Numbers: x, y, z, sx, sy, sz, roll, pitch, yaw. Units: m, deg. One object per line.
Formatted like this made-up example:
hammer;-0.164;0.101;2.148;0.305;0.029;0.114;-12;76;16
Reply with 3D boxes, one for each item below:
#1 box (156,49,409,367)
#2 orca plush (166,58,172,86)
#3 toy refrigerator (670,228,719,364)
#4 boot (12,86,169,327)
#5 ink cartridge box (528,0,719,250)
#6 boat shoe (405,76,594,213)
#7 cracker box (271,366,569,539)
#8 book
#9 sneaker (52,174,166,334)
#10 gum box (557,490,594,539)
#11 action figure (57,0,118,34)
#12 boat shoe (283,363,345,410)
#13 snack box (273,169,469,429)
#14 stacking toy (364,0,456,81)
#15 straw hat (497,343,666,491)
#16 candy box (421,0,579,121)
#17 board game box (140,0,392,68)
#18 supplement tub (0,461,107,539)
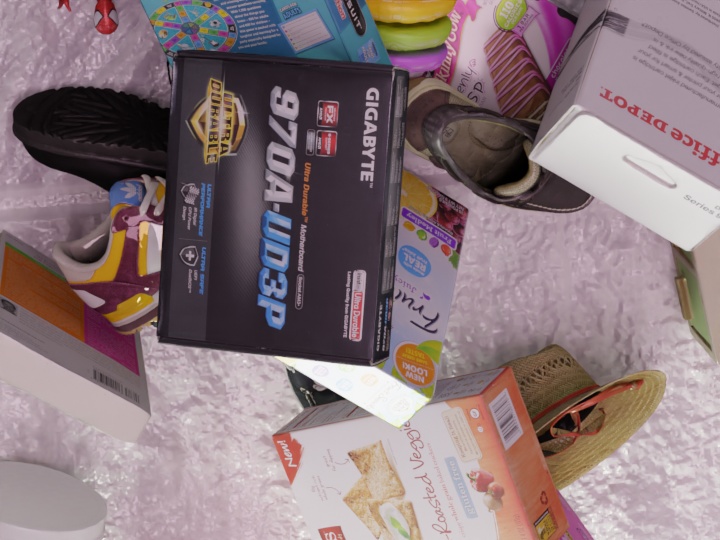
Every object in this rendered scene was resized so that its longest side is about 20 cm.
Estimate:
box;-0.053;-0.043;1.379;0.157;0.046;0.202;6;95;15
orca plush;-0.089;-0.205;1.498;0.105;0.071;0.201;31;101;-16
toy refrigerator;0.276;-0.036;1.606;0.069;0.076;0.202;-17;110;-3
boot;-0.166;-0.041;1.537;0.209;0.080;0.159;14;123;4
ink cartridge box;0.221;-0.138;1.471;0.145;0.084;0.201;29;57;-8
boat shoe;0.105;-0.078;1.478;0.200;0.066;0.072;23;106;-39
cracker box;0.043;0.159;1.543;0.199;0.058;0.135;-14;103;36
book;-0.218;0.049;1.492;0.133;0.200;0.048;29;101;-16
sneaker;-0.129;-0.039;1.450;0.200;0.075;0.090;-38;116;16
gum box;0.086;0.259;1.635;0.200;0.113;0.066;-42;68;13
action figure;-0.190;-0.262;1.455;0.065;0.099;0.202;-5;111;-5
boat shoe;-0.030;0.058;1.597;0.075;0.060;0.201;-23;109;-1
snack box;0.000;0.000;1.513;0.141;0.201;0.053;30;134;-15
stacking toy;0.026;-0.178;1.454;0.109;0.116;0.202;5;112;5
straw hat;0.146;0.106;1.620;0.200;0.201;0.085;-37;69;4
candy box;0.093;-0.157;1.546;0.199;0.061;0.137;28;101;-15
board game box;-0.077;-0.192;1.412;0.150;0.047;0.201;-6;121;32
supplement tub;-0.276;0.264;1.583;0.143;0.145;0.202;11;106;-12
